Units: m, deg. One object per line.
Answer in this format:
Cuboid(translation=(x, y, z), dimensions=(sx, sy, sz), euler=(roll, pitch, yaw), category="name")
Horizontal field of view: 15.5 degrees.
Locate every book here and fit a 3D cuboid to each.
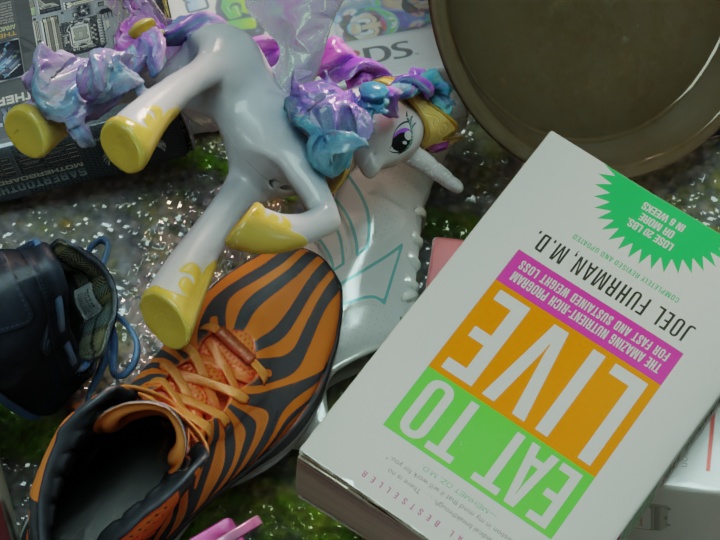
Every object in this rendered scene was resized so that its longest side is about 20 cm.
Cuboid(translation=(0.083, 0.050, 1.158), dimensions=(0.133, 0.048, 0.200), euler=(32, 65, 14), category="book")

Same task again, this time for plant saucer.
Cuboid(translation=(0.113, -0.142, 1.241), dimensions=(0.200, 0.200, 0.029), euler=(-38, 24, -19), category="plant saucer")

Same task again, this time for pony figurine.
Cuboid(translation=(-0.057, -0.083, 1.167), dimensions=(0.193, 0.167, 0.200), euler=(52, 45, 4), category="pony figurine")

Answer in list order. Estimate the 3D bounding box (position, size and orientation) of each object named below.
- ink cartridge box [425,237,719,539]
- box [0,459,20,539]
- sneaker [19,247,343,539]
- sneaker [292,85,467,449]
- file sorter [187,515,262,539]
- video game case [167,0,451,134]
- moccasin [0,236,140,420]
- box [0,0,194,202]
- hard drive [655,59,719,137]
Cuboid(translation=(0.124, 0.059, 1.210), dimensions=(0.199, 0.068, 0.117), euler=(6, 61, 5), category="ink cartridge box")
Cuboid(translation=(-0.261, 0.093, 1.174), dimensions=(0.199, 0.109, 0.128), euler=(-15, 63, -7), category="box")
Cuboid(translation=(-0.070, 0.061, 1.136), dimensions=(0.077, 0.112, 0.200), euler=(35, 71, 4), category="sneaker")
Cuboid(translation=(0.000, 0.000, 1.253), dimensions=(0.080, 0.070, 0.201), euler=(32, 73, 12), category="sneaker")
Cuboid(translation=(-0.053, 0.215, 1.055), dimensions=(0.139, 0.125, 0.200), euler=(-30, 87, -15), category="file sorter")
Cuboid(translation=(-0.031, -0.170, 1.369), dimensions=(0.181, 0.024, 0.201), euler=(-11, 60, -5), category="video game case")
Cuboid(translation=(-0.134, 0.025, 1.165), dimensions=(0.068, 0.200, 0.081), euler=(-26, 88, 3), category="moccasin")
Cuboid(translation=(-0.193, -0.110, 1.311), dimensions=(0.199, 0.051, 0.158), euler=(-15, 61, 2), category="box")
Cuboid(translation=(0.188, -0.165, 1.355), dimensions=(0.139, 0.038, 0.201), euler=(-14, 60, -7), category="hard drive")
